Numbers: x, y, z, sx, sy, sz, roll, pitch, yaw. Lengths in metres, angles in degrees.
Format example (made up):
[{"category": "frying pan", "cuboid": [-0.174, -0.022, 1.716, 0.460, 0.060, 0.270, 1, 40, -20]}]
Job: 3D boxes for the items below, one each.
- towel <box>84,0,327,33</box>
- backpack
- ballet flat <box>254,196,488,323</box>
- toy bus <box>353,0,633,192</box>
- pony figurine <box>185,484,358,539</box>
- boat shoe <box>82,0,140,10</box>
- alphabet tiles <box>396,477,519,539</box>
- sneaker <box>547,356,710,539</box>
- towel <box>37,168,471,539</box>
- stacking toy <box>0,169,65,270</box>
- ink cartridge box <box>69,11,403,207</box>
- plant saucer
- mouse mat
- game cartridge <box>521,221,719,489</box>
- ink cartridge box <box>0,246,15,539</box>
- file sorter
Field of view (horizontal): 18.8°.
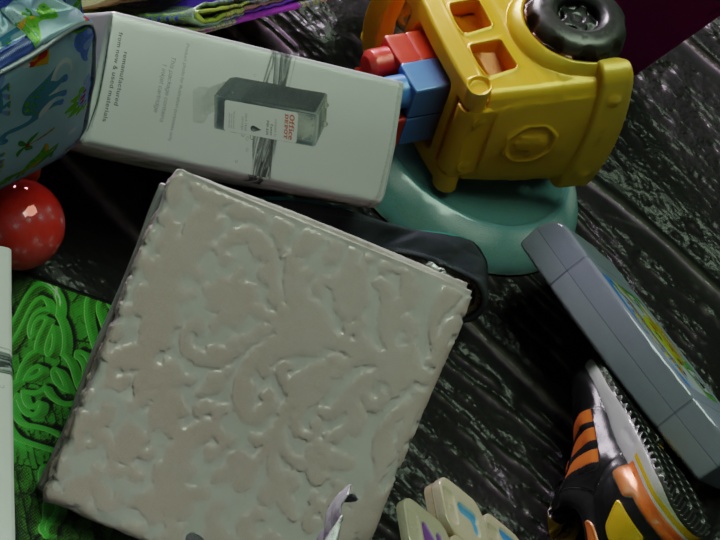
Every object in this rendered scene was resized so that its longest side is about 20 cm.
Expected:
[{"category": "towel", "cuboid": [-0.096, -0.187, 1.460, 0.143, 0.023, 0.200, 10, 22, 40]}, {"category": "backpack", "cuboid": [-0.244, -0.116, 1.166, 0.200, 0.183, 0.147, -26, 72, -21]}, {"category": "ballet flat", "cuboid": [0.000, 0.000, 1.380, 0.200, 0.073, 0.073, 10, 46, -31]}, {"category": "toy bus", "cuboid": [0.065, -0.152, 1.500, 0.191, 0.136, 0.200, -10, 54, -21]}, {"category": "pony figurine", "cuboid": [-0.049, 0.224, 1.086, 0.200, 0.166, 0.193, 41, 46, -18]}, {"category": "boat shoe", "cuboid": [-0.163, -0.207, 1.372, 0.072, 0.072, 0.200, 3, 14, 28]}, {"category": "alphabet tiles", "cuboid": [0.078, 0.215, 1.203, 0.196, 0.015, 0.200, 42, 28, -43]}, {"category": "sneaker", "cuboid": [0.147, 0.127, 1.360, 0.070, 0.090, 0.200, 48, 9, -24]}, {"category": "towel", "cuboid": [-0.057, 0.066, 1.196, 0.191, 0.200, 0.032, 23, 2, -18]}, {"category": "stacking toy", "cuboid": [-0.228, -0.089, 1.297, 0.085, 0.085, 0.200, -8, 60, -40]}, {"category": "ink cartridge box", "cuboid": [-0.094, -0.098, 1.340, 0.200, 0.146, 0.085, 13, 89, -27]}, {"category": "plant saucer", "cuboid": [0.074, -0.083, 1.542, 0.200, 0.027, 0.200, 19, 43, -18]}, {"category": "mouse mat", "cuboid": [-0.170, 0.083, 1.227, 0.161, 0.008, 0.200, 20, 42, -18]}, {"category": "game cartridge", "cuboid": [0.186, 0.055, 1.433, 0.200, 0.040, 0.133, 54, 14, 20]}, {"category": "ink cartridge box", "cuboid": [-0.256, 0.073, 1.109, 0.144, 0.084, 0.200, 11, 46, -21]}, {"category": "file sorter", "cuboid": [0.200, -0.252, 1.631, 0.139, 0.200, 0.126, 28, 73, -9]}]
